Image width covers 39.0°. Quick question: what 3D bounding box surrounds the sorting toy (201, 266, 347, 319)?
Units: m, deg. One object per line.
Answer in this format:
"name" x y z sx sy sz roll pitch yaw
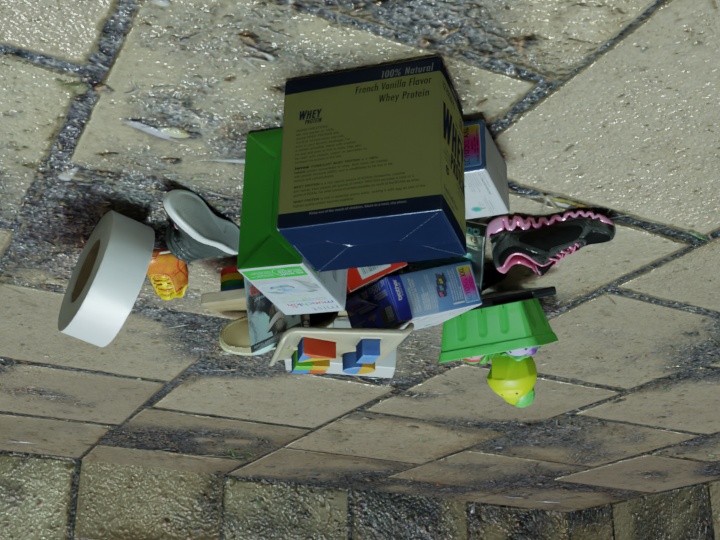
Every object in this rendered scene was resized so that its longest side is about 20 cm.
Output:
"sorting toy" -0.142 0.036 1.761 0.199 0.070 0.199 -7 163 20

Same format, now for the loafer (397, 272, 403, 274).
"loafer" 0.026 0.045 1.815 0.071 0.073 0.200 18 151 -10

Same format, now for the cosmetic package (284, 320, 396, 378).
"cosmetic package" -0.035 0.140 1.828 0.199 0.085 0.108 4 164 -3

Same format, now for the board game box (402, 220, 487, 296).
"board game box" 0.133 -0.024 1.626 0.135 0.028 0.200 10 153 10

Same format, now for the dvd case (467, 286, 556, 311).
"dvd case" 0.217 0.051 1.749 0.199 0.018 0.142 -8 179 -32

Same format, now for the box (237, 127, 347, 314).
"box" -0.083 -0.064 1.372 0.096 0.201 0.177 -5 158 16

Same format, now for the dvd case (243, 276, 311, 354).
"dvd case" -0.133 0.014 1.561 0.022 0.201 0.146 4 161 -38

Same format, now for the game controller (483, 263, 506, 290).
"game controller" 0.170 0.030 1.797 0.104 0.042 0.200 12 156 -25

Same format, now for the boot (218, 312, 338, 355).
"boot" -0.137 0.089 1.685 0.199 0.072 0.155 -6 167 -8

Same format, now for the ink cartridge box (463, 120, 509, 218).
"ink cartridge box" 0.087 -0.123 1.365 0.199 0.077 0.136 -9 155 19

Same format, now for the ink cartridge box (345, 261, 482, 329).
"ink cartridge box" 0.069 0.052 1.581 0.199 0.077 0.136 -12 169 -34

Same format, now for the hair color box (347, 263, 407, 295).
"hair color box" 0.000 0.000 1.598 0.101 0.061 0.200 -25 177 -11

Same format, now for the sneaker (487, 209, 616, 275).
"sneaker" 0.294 -0.036 1.565 0.199 0.096 0.079 -5 155 11

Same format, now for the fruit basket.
"fruit basket" 0.264 0.162 1.893 0.215 0.217 0.155 -13 174 30

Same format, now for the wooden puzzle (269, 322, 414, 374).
"wooden puzzle" -0.031 0.124 1.533 0.199 0.047 0.185 -3 163 -12

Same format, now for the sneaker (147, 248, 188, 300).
"sneaker" -0.315 0.006 1.667 0.073 0.078 0.200 -4 168 4

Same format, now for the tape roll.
"tape roll" -0.390 0.013 1.555 0.071 0.203 0.202 24 150 -24

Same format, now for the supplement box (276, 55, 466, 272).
"supplement box" 0.018 -0.124 1.221 0.199 0.201 0.134 -6 157 16

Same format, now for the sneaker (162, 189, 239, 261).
"sneaker" -0.269 -0.060 1.551 0.099 0.071 0.200 -13 158 19
